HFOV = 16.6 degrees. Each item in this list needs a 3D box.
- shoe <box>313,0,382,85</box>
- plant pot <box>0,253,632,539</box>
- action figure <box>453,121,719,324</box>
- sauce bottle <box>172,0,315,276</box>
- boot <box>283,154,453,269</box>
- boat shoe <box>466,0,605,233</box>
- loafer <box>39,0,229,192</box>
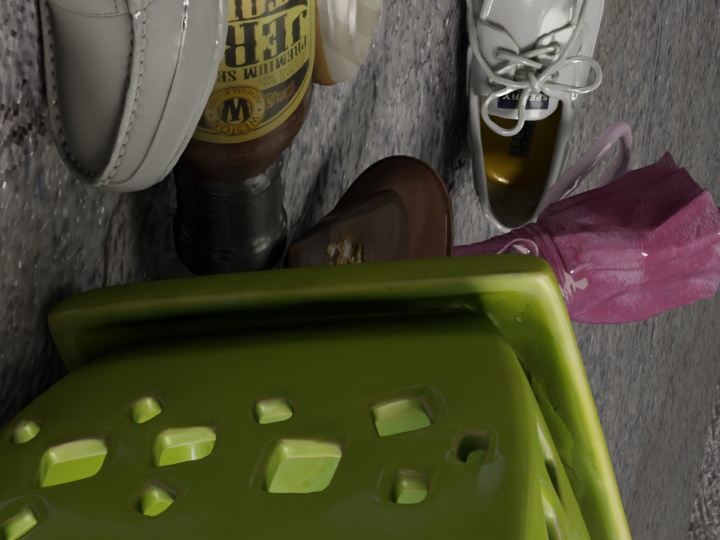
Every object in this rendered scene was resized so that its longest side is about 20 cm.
[{"bbox_3d":[0.010,-0.170,0.967,0.070,0.053,0.201,-22,122,-72],"label":"shoe"},{"bbox_3d":[-0.011,0.107,0.775,0.182,0.199,0.200,-76,154,-45],"label":"plant pot"},{"bbox_3d":[0.085,-0.004,1.212,0.134,0.199,0.149,98,-30,-52],"label":"action figure"},{"bbox_3d":[-0.044,-0.081,0.806,0.201,0.064,0.065,88,20,-45],"label":"sauce bottle"},{"bbox_3d":[0.000,0.000,0.961,0.200,0.064,0.187,98,11,-68],"label":"boot"},{"bbox_3d":[0.083,-0.101,1.250,0.086,0.074,0.203,-84,-179,-49],"label":"boat shoe"},{"bbox_3d":[-0.076,-0.107,0.691,0.070,0.070,0.201,-22,132,-34],"label":"loafer"}]
